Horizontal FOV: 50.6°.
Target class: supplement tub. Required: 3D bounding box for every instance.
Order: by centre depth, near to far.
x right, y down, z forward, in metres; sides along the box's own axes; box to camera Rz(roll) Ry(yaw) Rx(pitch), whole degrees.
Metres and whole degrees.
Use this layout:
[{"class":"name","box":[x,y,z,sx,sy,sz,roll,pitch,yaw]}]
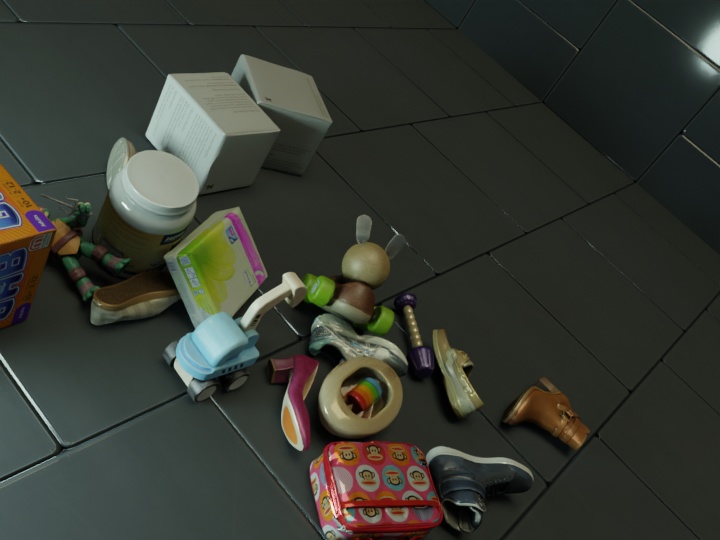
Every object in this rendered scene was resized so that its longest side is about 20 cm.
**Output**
[{"class":"supplement tub","box":[-0.366,-0.094,1.299,0.144,0.200,0.145,19,47,-22]}]

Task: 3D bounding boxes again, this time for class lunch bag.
[{"class":"lunch bag","box":[0.026,0.362,1.201,0.200,0.082,0.176,9,46,-30]}]

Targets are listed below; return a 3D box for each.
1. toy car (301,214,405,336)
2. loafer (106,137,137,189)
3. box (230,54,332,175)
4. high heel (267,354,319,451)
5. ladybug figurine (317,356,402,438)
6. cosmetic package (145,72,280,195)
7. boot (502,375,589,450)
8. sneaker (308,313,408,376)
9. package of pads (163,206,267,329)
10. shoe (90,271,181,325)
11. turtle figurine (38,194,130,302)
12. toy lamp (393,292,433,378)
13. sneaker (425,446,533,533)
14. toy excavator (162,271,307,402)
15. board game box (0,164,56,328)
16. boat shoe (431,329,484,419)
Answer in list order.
[{"class":"toy car","box":[0.000,0.000,1.472,0.164,0.200,0.158,28,-7,-20]},{"class":"loafer","box":[-0.446,-0.169,1.467,0.063,0.072,0.200,26,38,-41]},{"class":"box","box":[-0.208,-0.365,1.794,0.200,0.171,0.199,9,42,-32]},{"class":"high heel","box":[-0.090,0.220,1.282,0.096,0.067,0.200,1,32,-24]},{"class":"ladybug figurine","box":[-0.004,0.226,1.332,0.136,0.072,0.200,51,40,11]},{"class":"cosmetic package","box":[-0.317,-0.295,1.625,0.200,0.167,0.166,48,36,18]},{"class":"boot","box":[0.388,0.310,1.564,0.155,0.074,0.200,50,40,15]},{"class":"sneaker","box":[-0.008,0.163,1.426,0.200,0.078,0.086,24,48,-3]},{"class":"package of pads","box":[-0.252,-0.002,1.354,0.200,0.068,0.155,-55,131,-56]},{"class":"shoe","box":[-0.370,0.046,1.279,0.070,0.053,0.200,33,26,24]},{"class":"turtle figurine","box":[-0.483,-0.049,1.239,0.200,0.150,0.101,44,-2,-6]},{"class":"toy lamp","box":[0.110,0.134,1.560,0.058,0.058,0.200,16,36,-24]},{"class":"sneaker","box":[0.217,0.387,1.308,0.202,0.077,0.146,13,28,-13]},{"class":"toy excavator","box":[-0.193,0.098,1.225,0.194,0.200,0.100,-15,58,-47]},{"class":"board game box","box":[-0.586,-0.031,1.057,0.200,0.200,0.200,45,37,14]},{"class":"boat shoe","box":[0.194,0.199,1.518,0.074,0.066,0.200,57,15,-54]}]
